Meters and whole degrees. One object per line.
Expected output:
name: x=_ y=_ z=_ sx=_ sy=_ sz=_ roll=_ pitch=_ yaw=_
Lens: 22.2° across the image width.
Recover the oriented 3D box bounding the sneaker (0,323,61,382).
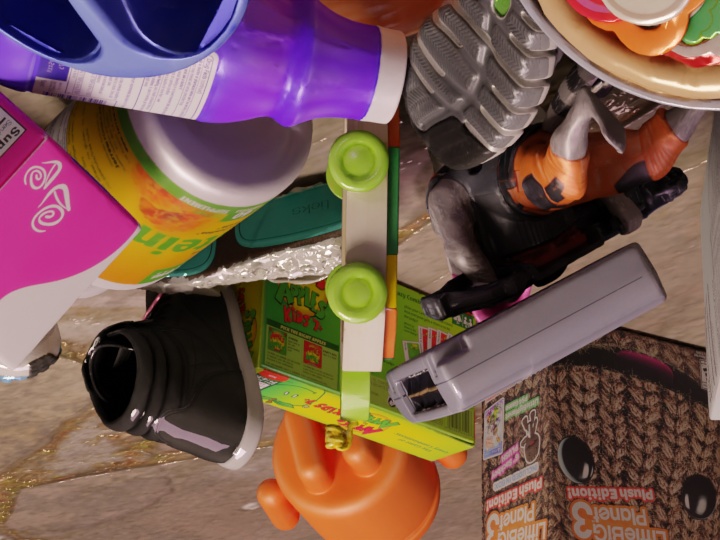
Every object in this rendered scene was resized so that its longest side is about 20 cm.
sneaker: x=-0.237 y=-0.025 z=1.045 sx=0.075 sy=0.200 sz=0.087 roll=-29 pitch=160 yaw=-34

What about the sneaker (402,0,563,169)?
sneaker: x=0.100 y=-0.128 z=0.869 sx=0.115 sy=0.075 sz=0.200 roll=-24 pitch=160 yaw=-32

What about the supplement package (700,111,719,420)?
supplement package: x=0.295 y=-0.018 z=1.042 sx=0.190 sy=0.148 sz=0.200 roll=-1 pitch=154 yaw=5

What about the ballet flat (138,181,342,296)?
ballet flat: x=-0.076 y=-0.010 z=1.164 sx=0.199 sy=0.072 sz=0.072 roll=-5 pitch=154 yaw=17

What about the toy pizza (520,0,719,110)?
toy pizza: x=0.138 y=-0.162 z=0.720 sx=0.199 sy=0.201 sz=0.032 roll=-11 pitch=-174 yaw=26

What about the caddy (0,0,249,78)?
caddy: x=-0.114 y=-0.169 z=0.745 sx=0.141 sy=0.105 sz=0.201 roll=0 pitch=136 yaw=20

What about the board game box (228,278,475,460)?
board game box: x=-0.006 y=0.054 z=1.266 sx=0.199 sy=0.102 sz=0.048 roll=23 pitch=147 yaw=-37

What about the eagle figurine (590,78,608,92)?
eagle figurine: x=0.203 y=-0.131 z=0.783 sx=0.150 sy=0.152 sz=0.201 roll=20 pitch=115 yaw=-2

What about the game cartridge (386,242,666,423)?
game cartridge: x=0.087 y=0.033 z=0.962 sx=0.133 sy=0.041 sz=0.200 roll=-32 pitch=178 yaw=-8

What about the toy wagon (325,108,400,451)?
toy wagon: x=0.000 y=0.000 z=1.032 sx=0.039 sy=0.201 sz=0.155 roll=0 pitch=-179 yaw=-1

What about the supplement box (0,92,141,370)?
supplement box: x=-0.221 y=-0.058 z=0.925 sx=0.103 sy=0.200 sz=0.101 roll=-46 pitch=148 yaw=-4

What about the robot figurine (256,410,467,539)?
robot figurine: x=0.001 y=0.163 z=1.477 sx=0.116 sy=0.144 sz=0.200 roll=29 pitch=166 yaw=27

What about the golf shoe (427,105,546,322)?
golf shoe: x=0.080 y=-0.038 z=1.084 sx=0.075 sy=0.092 sz=0.200 roll=-3 pitch=152 yaw=12

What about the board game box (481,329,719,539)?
board game box: x=0.180 y=0.154 z=1.347 sx=0.159 sy=0.201 sz=0.097 roll=13 pitch=152 yaw=-24

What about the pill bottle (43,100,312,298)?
pill bottle: x=-0.123 y=-0.055 z=1.034 sx=0.111 sy=0.112 sz=0.200 roll=17 pitch=151 yaw=-29

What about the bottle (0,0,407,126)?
bottle: x=-0.078 y=-0.110 z=0.886 sx=0.199 sy=0.066 sz=0.084 roll=8 pitch=159 yaw=-13

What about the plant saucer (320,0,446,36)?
plant saucer: x=-0.030 y=-0.172 z=0.872 sx=0.199 sy=0.038 sz=0.200 roll=1 pitch=155 yaw=0

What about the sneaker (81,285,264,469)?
sneaker: x=-0.131 y=0.043 z=1.176 sx=0.099 sy=0.200 sz=0.071 roll=20 pitch=115 yaw=-30

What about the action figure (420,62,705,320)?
action figure: x=0.112 y=-0.059 z=0.962 sx=0.200 sy=0.105 sz=0.193 roll=-27 pitch=180 yaw=-43
